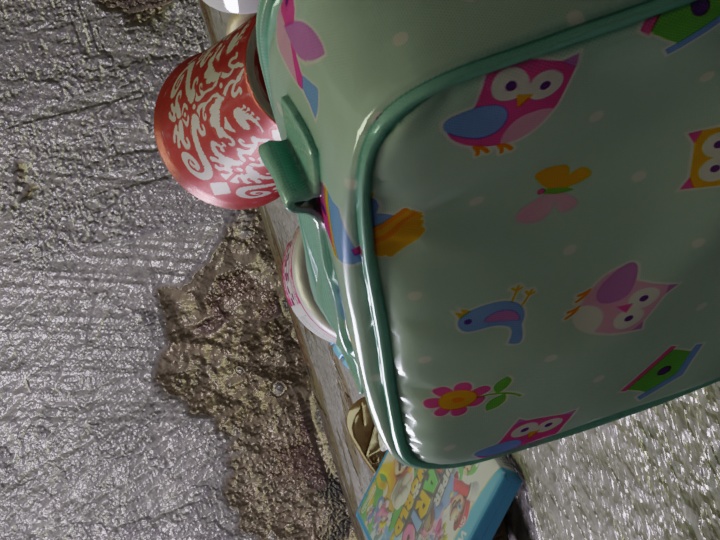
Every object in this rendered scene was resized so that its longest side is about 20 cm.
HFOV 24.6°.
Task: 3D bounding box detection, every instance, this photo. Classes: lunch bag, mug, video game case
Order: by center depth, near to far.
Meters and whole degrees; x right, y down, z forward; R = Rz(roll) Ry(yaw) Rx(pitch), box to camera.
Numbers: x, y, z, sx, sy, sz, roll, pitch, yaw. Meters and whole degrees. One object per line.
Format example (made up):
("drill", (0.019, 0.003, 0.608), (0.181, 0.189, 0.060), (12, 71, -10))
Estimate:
("lunch bag", (0.054, -0.031, 0.435), (0.200, 0.160, 0.077), (81, 170, -56))
("video game case", (0.054, 0.172, 1.244), (0.144, 0.018, 0.200), (-63, 20, 12))
("mug", (-0.070, -0.151, 1.262), (0.200, 0.133, 0.178), (159, 111, -67))

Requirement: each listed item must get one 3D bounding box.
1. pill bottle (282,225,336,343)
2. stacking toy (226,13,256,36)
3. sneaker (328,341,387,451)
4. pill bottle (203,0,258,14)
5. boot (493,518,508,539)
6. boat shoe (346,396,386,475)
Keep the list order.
("pill bottle", (0.000, 0.000, 1.218), (0.200, 0.113, 0.114), (153, 100, -84))
("stacking toy", (-0.044, -0.155, 1.431), (0.086, 0.085, 0.200), (81, 163, -53))
("sneaker", (0.029, 0.075, 1.433), (0.087, 0.075, 0.200), (98, 148, -57))
("pill bottle", (-0.105, -0.308, 1.331), (0.200, 0.113, 0.114), (83, 169, -56))
("boot", (0.090, 0.241, 1.334), (0.200, 0.072, 0.167), (-108, 0, -53))
("boat shoe", (0.059, 0.198, 1.503), (0.064, 0.071, 0.201), (-26, -89, -61))
